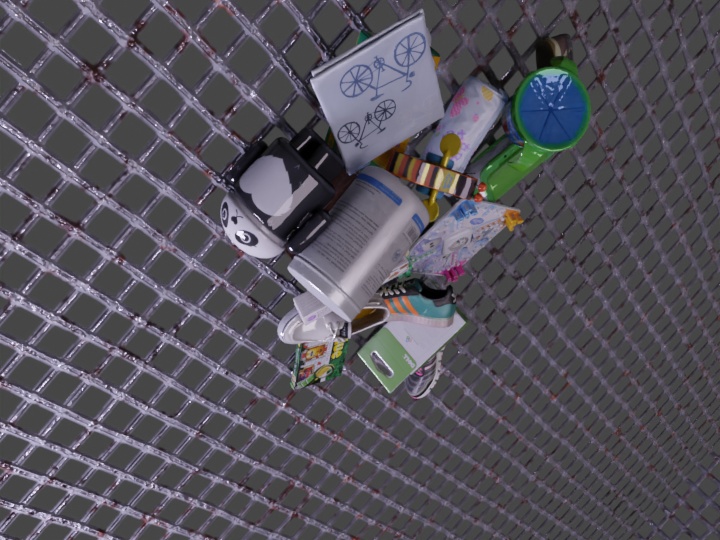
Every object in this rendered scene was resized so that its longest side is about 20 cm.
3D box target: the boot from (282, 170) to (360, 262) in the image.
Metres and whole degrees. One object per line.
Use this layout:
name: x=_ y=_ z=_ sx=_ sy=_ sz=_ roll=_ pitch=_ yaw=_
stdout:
boot: x=-0.039 y=-0.078 z=1.374 sx=0.201 sy=0.064 sz=0.187 roll=-49 pitch=146 yaw=-9

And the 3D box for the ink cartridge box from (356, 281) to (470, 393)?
ink cartridge box: x=0.101 y=0.126 z=1.564 sx=0.200 sy=0.104 sz=0.059 roll=-44 pitch=168 yaw=10

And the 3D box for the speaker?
speaker: x=0.264 y=-0.194 z=1.495 sx=0.199 sy=0.088 sz=0.089 roll=-39 pitch=135 yaw=-7

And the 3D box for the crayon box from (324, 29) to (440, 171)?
crayon box: x=0.029 y=-0.251 z=1.248 sx=0.117 sy=0.058 sz=0.203 roll=-1 pitch=127 yaw=-33

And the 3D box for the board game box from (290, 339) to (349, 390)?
board game box: x=-0.068 y=0.137 z=1.490 sx=0.103 sy=0.024 sz=0.202 roll=-18 pitch=142 yaw=-26

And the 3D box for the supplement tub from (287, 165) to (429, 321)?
supplement tub: x=-0.001 y=-0.041 z=1.229 sx=0.201 sy=0.131 sz=0.132 roll=-50 pitch=136 yaw=-8

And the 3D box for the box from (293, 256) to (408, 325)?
box: x=-0.014 y=0.022 z=1.341 sx=0.198 sy=0.042 sz=0.039 roll=-29 pitch=160 yaw=-9

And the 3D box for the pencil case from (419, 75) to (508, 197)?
pencil case: x=0.169 y=-0.228 z=1.397 sx=0.082 sy=0.091 sz=0.202 roll=19 pitch=106 yaw=-38

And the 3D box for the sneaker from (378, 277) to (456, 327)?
sneaker: x=0.076 y=0.047 z=1.490 sx=0.196 sy=0.072 sz=0.081 roll=6 pitch=116 yaw=2

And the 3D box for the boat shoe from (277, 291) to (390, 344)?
boat shoe: x=-0.040 y=0.087 z=1.379 sx=0.197 sy=0.070 sz=0.072 roll=-14 pitch=127 yaw=-26

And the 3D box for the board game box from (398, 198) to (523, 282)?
board game box: x=0.179 y=-0.049 z=1.500 sx=0.198 sy=0.026 sz=0.200 roll=4 pitch=139 yaw=-50

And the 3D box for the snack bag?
snack bag: x=0.033 y=-0.252 z=1.191 sx=0.187 sy=0.021 sz=0.201 roll=-32 pitch=141 yaw=-6

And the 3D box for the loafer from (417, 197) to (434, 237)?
loafer: x=0.065 y=-0.098 z=1.419 sx=0.199 sy=0.075 sz=0.069 roll=5 pitch=93 yaw=-58

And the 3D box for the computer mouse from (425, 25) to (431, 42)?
computer mouse: x=0.040 y=-0.309 z=1.278 sx=0.199 sy=0.044 sz=0.110 roll=-41 pitch=134 yaw=-5

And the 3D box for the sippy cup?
sippy cup: x=0.301 y=-0.263 z=1.392 sx=0.176 sy=0.130 sz=0.141 roll=-30 pitch=97 yaw=-6

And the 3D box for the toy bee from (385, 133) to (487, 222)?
toy bee: x=0.141 y=-0.147 z=1.281 sx=0.197 sy=0.108 sz=0.133 roll=-17 pitch=120 yaw=-35

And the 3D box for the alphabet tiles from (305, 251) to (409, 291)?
alphabet tiles: x=0.000 y=0.000 z=1.386 sx=0.193 sy=0.015 sz=0.201 roll=-31 pitch=158 yaw=-8

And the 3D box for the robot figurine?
robot figurine: x=-0.117 y=-0.113 z=1.208 sx=0.200 sy=0.151 sz=0.125 roll=-46 pitch=118 yaw=5

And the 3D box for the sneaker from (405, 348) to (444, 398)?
sneaker: x=0.119 y=0.161 z=1.644 sx=0.086 sy=0.074 sz=0.203 roll=4 pitch=112 yaw=-38

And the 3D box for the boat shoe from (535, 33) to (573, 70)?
boat shoe: x=0.360 y=-0.326 z=1.483 sx=0.065 sy=0.072 sz=0.204 roll=-24 pitch=127 yaw=-13
